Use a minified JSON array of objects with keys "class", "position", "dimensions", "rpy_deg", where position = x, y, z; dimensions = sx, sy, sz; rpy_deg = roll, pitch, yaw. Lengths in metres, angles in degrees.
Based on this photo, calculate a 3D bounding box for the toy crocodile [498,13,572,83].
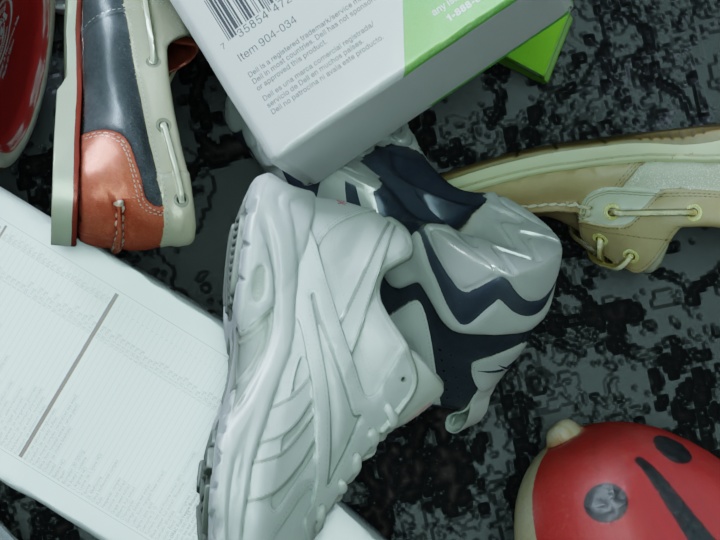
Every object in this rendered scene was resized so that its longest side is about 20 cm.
[{"class":"toy crocodile","position":[0.013,-0.143,1.045],"dimensions":[0.199,0.062,0.068],"rpy_deg":[20,86,-22]}]

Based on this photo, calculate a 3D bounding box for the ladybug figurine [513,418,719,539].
[{"class":"ladybug figurine","position":[0.153,0.150,1.018],"dimensions":[0.135,0.072,0.200],"rpy_deg":[-37,84,-28]}]

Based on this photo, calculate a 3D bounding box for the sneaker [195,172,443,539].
[{"class":"sneaker","position":[-0.015,0.063,0.922],"dimensions":[0.098,0.078,0.202],"rpy_deg":[8,85,-8]}]

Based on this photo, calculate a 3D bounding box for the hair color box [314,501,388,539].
[{"class":"hair color box","position":[0.030,0.207,1.030],"dimensions":[0.200,0.061,0.099],"rpy_deg":[41,85,1]}]

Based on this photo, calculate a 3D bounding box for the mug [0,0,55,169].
[{"class":"mug","position":[-0.244,-0.135,0.980],"dimensions":[0.198,0.133,0.179],"rpy_deg":[10,102,7]}]

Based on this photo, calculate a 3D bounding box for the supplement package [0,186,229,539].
[{"class":"supplement package","position":[-0.120,0.054,1.007],"dimensions":[0.199,0.110,0.114],"rpy_deg":[32,85,-1]}]

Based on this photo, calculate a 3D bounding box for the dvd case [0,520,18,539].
[{"class":"dvd case","position":[-0.261,0.127,1.021],"dimensions":[0.200,0.016,0.149],"rpy_deg":[45,85,4]}]

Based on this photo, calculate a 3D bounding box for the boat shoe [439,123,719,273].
[{"class":"boat shoe","position":[0.134,-0.032,1.044],"dimensions":[0.198,0.074,0.067],"rpy_deg":[-6,94,4]}]

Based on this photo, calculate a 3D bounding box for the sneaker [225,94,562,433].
[{"class":"sneaker","position":[0.000,0.000,1.033],"dimensions":[0.198,0.079,0.130],"rpy_deg":[33,124,26]}]

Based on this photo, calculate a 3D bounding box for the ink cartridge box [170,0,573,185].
[{"class":"ink cartridge box","position":[-0.022,-0.162,0.947],"dimensions":[0.145,0.084,0.201],"rpy_deg":[-33,80,6]}]

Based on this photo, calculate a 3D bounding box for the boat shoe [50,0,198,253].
[{"class":"boat shoe","position":[-0.104,-0.094,0.982],"dimensions":[0.062,0.071,0.201],"rpy_deg":[2,55,-5]}]

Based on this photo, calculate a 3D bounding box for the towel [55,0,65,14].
[{"class":"towel","position":[-0.131,-0.218,1.065],"dimensions":[0.198,0.032,0.193],"rpy_deg":[1,86,-4]}]
